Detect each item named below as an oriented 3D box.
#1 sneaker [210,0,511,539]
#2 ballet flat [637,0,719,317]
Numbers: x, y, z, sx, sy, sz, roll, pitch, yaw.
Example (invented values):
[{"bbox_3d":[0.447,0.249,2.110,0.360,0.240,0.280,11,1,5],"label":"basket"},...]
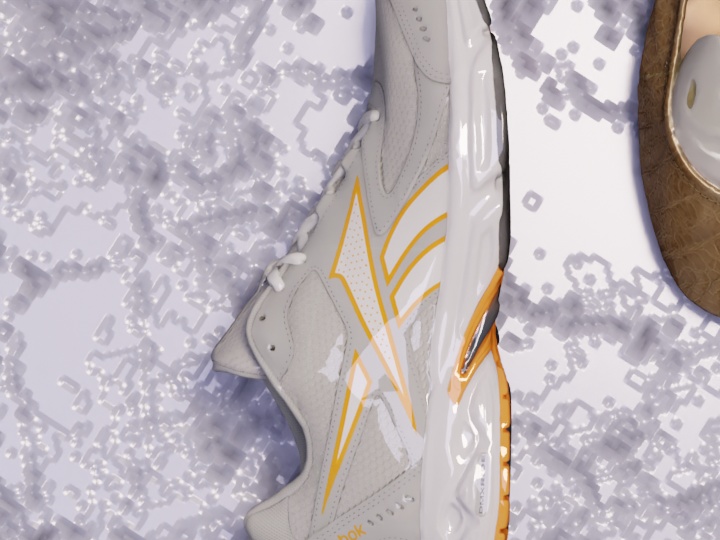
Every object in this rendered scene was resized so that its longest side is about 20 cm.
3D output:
[{"bbox_3d":[0.000,0.000,0.887,0.091,0.076,0.202,0,86,3],"label":"sneaker"},{"bbox_3d":[0.125,-0.087,0.894,0.067,0.072,0.202,10,87,1],"label":"ballet flat"}]
